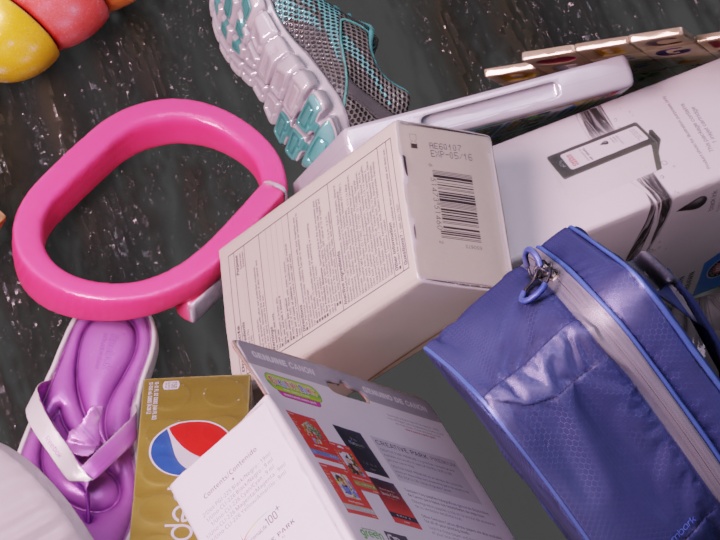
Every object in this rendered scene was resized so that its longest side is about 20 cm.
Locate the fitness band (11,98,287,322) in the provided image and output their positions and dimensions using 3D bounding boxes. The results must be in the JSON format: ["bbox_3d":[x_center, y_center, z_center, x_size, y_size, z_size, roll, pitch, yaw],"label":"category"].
[{"bbox_3d":[-0.133,-0.037,1.806,0.143,0.038,0.200,26,49,21],"label":"fitness band"}]

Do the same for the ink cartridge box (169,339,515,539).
[{"bbox_3d":[-0.003,0.143,1.590,0.084,0.200,0.176,-43,56,18],"label":"ink cartridge box"}]

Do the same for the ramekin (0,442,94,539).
[{"bbox_3d":[-0.217,0.186,1.564,0.105,0.201,0.200,-30,59,-32],"label":"ramekin"}]

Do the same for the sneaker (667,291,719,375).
[{"bbox_3d":[0.217,0.100,1.714,0.099,0.071,0.201,-7,60,13],"label":"sneaker"}]

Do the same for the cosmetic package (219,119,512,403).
[{"bbox_3d":[0.000,0.000,1.681,0.073,0.200,0.104,7,65,-33],"label":"cosmetic package"}]

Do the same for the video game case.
[{"bbox_3d":[0.059,-0.084,1.769,0.181,0.200,0.024,-16,85,-12],"label":"video game case"}]

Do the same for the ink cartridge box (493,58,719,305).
[{"bbox_3d":[0.148,-0.030,1.752,0.199,0.146,0.084,-22,63,-15],"label":"ink cartridge box"}]

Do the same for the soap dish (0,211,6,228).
[{"bbox_3d":[-0.345,-0.032,1.786,0.200,0.081,0.157,37,62,23],"label":"soap dish"}]

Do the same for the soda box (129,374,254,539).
[{"bbox_3d":[-0.095,0.148,1.636,0.067,0.064,0.200,-3,39,2],"label":"soda box"}]

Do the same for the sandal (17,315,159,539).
[{"bbox_3d":[-0.168,0.092,1.716,0.082,0.050,0.203,3,52,1],"label":"sandal"}]

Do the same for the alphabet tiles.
[{"bbox_3d":[0.174,-0.125,1.767,0.166,0.200,0.006,-7,83,18],"label":"alphabet tiles"}]

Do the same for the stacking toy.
[{"bbox_3d":[-0.228,-0.174,1.882,0.146,0.146,0.200,28,74,19],"label":"stacking toy"}]

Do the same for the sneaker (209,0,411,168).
[{"bbox_3d":[-0.034,-0.151,1.896,0.091,0.078,0.200,-11,57,-28],"label":"sneaker"}]

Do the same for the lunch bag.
[{"bbox_3d":[0.139,0.069,1.572,0.132,0.200,0.136,-38,24,-3],"label":"lunch bag"}]
